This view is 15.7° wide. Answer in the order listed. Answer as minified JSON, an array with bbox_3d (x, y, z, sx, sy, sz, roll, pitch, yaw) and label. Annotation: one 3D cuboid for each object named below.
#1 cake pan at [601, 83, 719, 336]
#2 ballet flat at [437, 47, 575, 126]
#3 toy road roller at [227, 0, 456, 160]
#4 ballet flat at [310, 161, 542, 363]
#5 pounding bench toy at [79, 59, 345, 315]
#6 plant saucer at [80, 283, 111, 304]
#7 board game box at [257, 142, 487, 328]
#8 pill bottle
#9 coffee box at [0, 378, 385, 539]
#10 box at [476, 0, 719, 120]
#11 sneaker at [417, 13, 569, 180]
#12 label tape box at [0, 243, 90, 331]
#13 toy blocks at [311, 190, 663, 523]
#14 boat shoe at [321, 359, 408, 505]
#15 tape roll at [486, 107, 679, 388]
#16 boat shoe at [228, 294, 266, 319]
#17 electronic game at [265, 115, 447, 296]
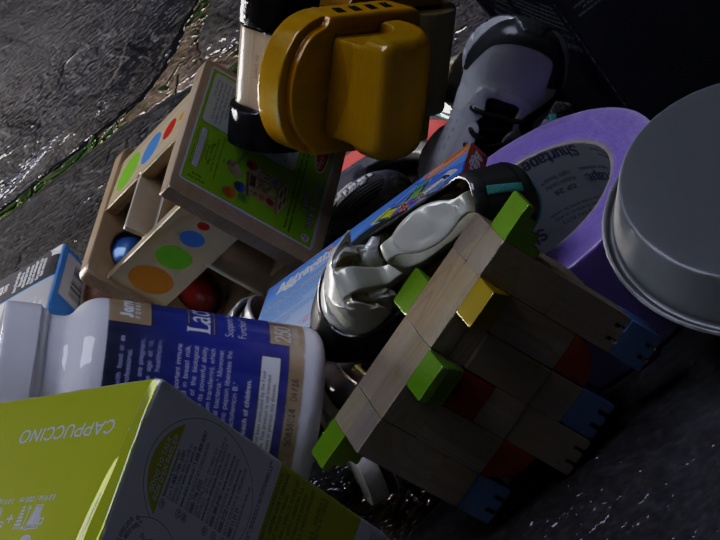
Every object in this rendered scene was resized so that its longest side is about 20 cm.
[{"bbox_3d":[0.240,-0.044,1.533,0.200,0.037,0.200,-7,45,7],"label":"cake pan"},{"bbox_3d":[0.101,-0.131,1.901,0.072,0.072,0.200,-40,33,-5],"label":"ballet flat"},{"bbox_3d":[0.010,-0.137,1.823,0.200,0.123,0.146,-11,25,-42],"label":"toy road roller"},{"bbox_3d":[0.022,-0.008,1.599,0.200,0.068,0.068,-39,-24,33],"label":"ballet flat"},{"bbox_3d":[-0.105,-0.069,1.928,0.156,0.124,0.200,-40,28,46],"label":"pounding bench toy"},{"bbox_3d":[-0.134,-0.019,2.090,0.200,0.037,0.200,-31,26,17],"label":"plant saucer"},{"bbox_3d":[0.000,0.000,1.715,0.200,0.019,0.103,-36,23,34],"label":"board game box"},{"bbox_3d":[-0.129,0.079,1.622,0.116,0.200,0.116,-172,90,-81],"label":"pill bottle"},{"bbox_3d":[-0.141,0.199,1.490,0.200,0.198,0.200,-11,52,45],"label":"coffee box"},{"bbox_3d":[0.161,-0.192,1.817,0.104,0.182,0.200,-39,25,-6],"label":"box"},{"bbox_3d":[0.088,-0.090,1.768,0.200,0.074,0.080,111,174,-48],"label":"sneaker"},{"bbox_3d":[-0.309,0.080,2.123,0.200,0.066,0.143,-28,27,18],"label":"label tape box"},{"bbox_3d":[0.086,0.067,1.546,0.200,0.137,0.100,-55,26,8],"label":"toy blocks"},{"bbox_3d":[0.006,0.092,1.673,0.059,0.072,0.200,-27,16,-4],"label":"boat shoe"},{"bbox_3d":[0.125,-0.007,1.670,0.200,0.085,0.200,-30,26,16],"label":"tape roll"},{"bbox_3d":[-0.066,0.049,1.849,0.200,0.066,0.072,-23,29,29],"label":"boat shoe"},{"bbox_3d":[0.004,-0.044,1.942,0.200,0.042,0.200,-31,26,17],"label":"electronic game"}]
